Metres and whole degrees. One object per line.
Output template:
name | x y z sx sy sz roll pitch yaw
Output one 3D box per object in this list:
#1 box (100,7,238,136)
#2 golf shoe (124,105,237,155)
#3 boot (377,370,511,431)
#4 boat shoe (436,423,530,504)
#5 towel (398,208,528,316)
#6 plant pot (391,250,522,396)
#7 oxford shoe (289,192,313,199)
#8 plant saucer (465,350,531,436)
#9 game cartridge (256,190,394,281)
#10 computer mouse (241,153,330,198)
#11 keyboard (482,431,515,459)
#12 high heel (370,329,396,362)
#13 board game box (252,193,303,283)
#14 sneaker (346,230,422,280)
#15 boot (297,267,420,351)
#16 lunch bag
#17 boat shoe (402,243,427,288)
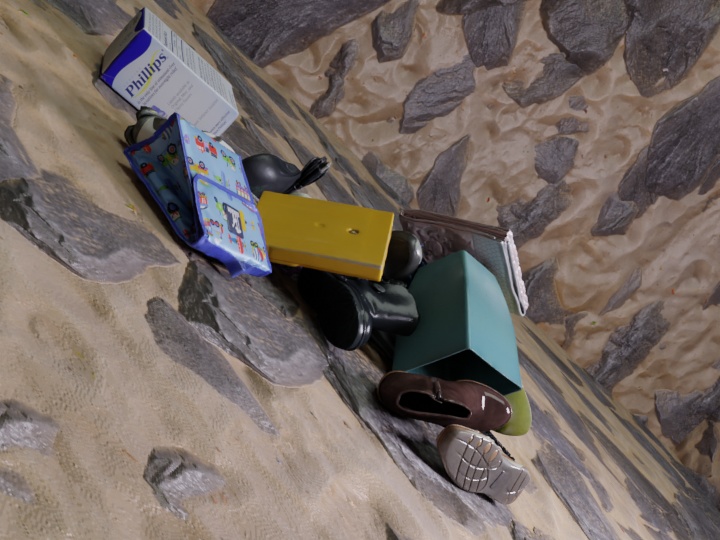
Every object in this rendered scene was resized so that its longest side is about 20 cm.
box | -0.304 -0.301 1.812 0.200 0.105 0.184 42 10 -22
golf shoe | -0.229 -0.154 1.561 0.094 0.078 0.200 32 10 39
boot | 0.122 0.181 1.481 0.199 0.073 0.166 14 1 -10
boat shoe | 0.151 0.250 1.509 0.072 0.076 0.200 43 0 44
towel | 0.165 -0.011 1.809 0.190 0.032 0.200 14 -33 29
plant pot | 0.144 0.084 1.707 0.141 0.141 0.201 37 42 -38
oxford shoe | -0.066 -0.051 1.918 0.200 0.075 0.058 47 47 -37
plant saucer | 0.195 0.183 1.810 0.200 0.031 0.200 49 -23 29
game cartridge | -0.058 -0.051 1.610 0.199 0.033 0.176 9 28 3
computer mouse | -0.139 -0.143 1.853 0.200 0.138 0.053 5 57 -63
keyboard | 0.180 0.227 1.808 0.200 0.040 0.104 46 9 15
high heel | 0.046 0.070 1.795 0.143 0.071 0.200 51 18 -1
board game box | -0.134 -0.054 1.720 0.120 0.032 0.200 43 8 -34
sneaker | 0.003 -0.009 1.700 0.079 0.200 0.076 -15 91 -51
boot | 0.018 0.058 1.599 0.168 0.077 0.200 15 18 -31
lunch bag | -0.193 -0.074 1.431 0.150 0.094 0.200 32 28 -59
boat shoe | 0.069 -0.001 1.810 0.084 0.069 0.200 14 -27 26
